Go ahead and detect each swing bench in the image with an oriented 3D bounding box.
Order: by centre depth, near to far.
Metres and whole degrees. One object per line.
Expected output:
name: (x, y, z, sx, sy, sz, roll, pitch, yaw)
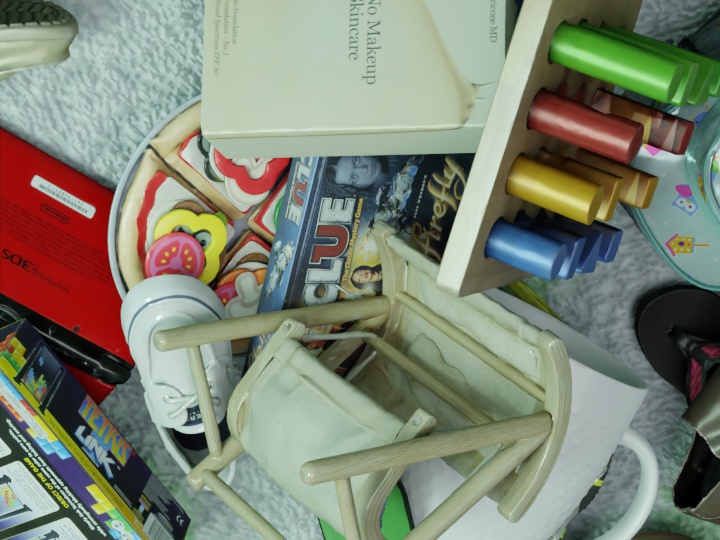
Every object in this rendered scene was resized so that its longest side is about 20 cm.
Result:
swing bench: (0.005, 0.091, 1.363, 0.199, 0.199, 0.131, -26, 126, -23)

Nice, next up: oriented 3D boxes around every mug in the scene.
mug: (0.119, 0.132, 1.487, 0.199, 0.148, 0.176, 27, 99, -14)

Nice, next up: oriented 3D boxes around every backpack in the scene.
backpack: (0.275, -0.083, 1.471, 0.199, 0.154, 0.176, -33, 118, 11)

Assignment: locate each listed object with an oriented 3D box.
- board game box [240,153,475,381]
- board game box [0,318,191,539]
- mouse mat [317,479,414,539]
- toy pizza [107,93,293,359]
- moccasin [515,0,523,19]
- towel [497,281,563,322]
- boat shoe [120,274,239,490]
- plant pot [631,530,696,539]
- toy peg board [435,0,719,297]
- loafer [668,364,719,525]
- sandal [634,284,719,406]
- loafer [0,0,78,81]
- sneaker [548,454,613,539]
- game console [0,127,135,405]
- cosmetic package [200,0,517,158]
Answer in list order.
board game box: (0.000, 0.000, 1.473, 0.135, 0.035, 0.201, 3, 110, -32)
board game box: (-0.243, 0.145, 1.472, 0.165, 0.057, 0.200, -20, 118, 31)
mouse mat: (0.006, 0.192, 1.509, 0.008, 0.161, 0.201, -30, 125, -21)
toy pizza: (-0.079, -0.030, 1.455, 0.199, 0.032, 0.202, -10, 112, -26)
moccasin: (0.100, -0.129, 1.465, 0.080, 0.068, 0.201, -10, 118, 9)
towel: (0.058, 0.085, 1.564, 0.086, 0.018, 0.200, 40, 99, -21)
boat shoe: (-0.113, 0.080, 1.445, 0.073, 0.066, 0.201, -18, 142, 0)
plant pot: (0.218, 0.309, 1.615, 0.199, 0.093, 0.202, -12, 124, -18)
toy peg board: (0.152, -0.073, 1.338, 0.097, 0.200, 0.201, 21, 103, 20)
loafer: (0.277, 0.109, 1.534, 0.070, 0.073, 0.201, -5, 120, -24)
sandal: (0.279, 0.090, 1.592, 0.075, 0.045, 0.200, -36, 113, 4)
loafer: (-0.280, -0.131, 1.390, 0.198, 0.076, 0.069, -10, 114, 4)
sneaker: (0.129, 0.156, 1.573, 0.076, 0.075, 0.201, 19, 105, -19)
game console: (-0.253, 0.010, 1.476, 0.199, 0.119, 0.173, 30, 72, -20)
cosmetic package: (0.001, -0.131, 1.363, 0.198, 0.073, 0.104, -2, 80, 11)
